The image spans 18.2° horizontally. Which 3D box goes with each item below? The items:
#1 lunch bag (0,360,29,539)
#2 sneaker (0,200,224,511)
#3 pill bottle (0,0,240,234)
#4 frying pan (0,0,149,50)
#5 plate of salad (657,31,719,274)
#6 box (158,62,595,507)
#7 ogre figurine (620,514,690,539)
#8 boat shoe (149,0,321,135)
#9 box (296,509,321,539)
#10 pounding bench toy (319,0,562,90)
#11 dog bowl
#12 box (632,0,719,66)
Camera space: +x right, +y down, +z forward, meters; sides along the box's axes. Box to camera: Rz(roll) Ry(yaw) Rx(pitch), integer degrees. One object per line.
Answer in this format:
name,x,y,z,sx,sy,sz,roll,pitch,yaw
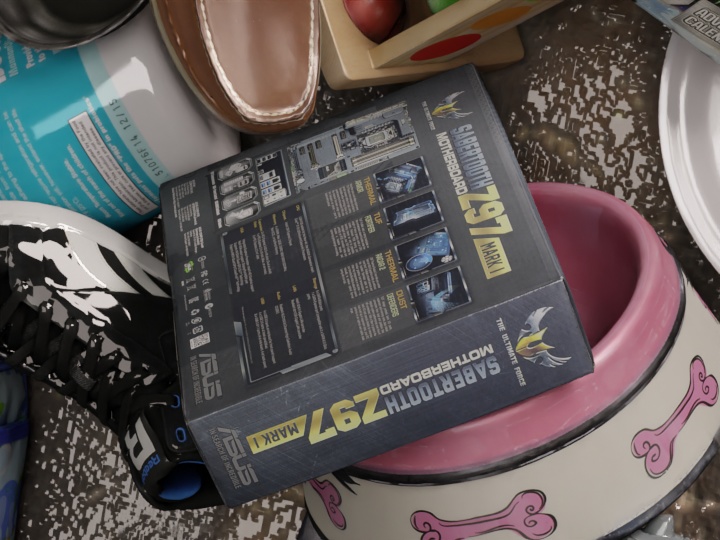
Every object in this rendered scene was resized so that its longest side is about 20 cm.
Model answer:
lunch bag,-0.219,0.111,1.024,0.082,0.200,0.162,8,91,13
sneaker,-0.113,0.043,1.002,0.199,0.112,0.073,18,128,-22
pill bottle,-0.164,-0.052,1.060,0.199,0.111,0.112,-27,83,10
frying pan,-0.146,-0.121,1.000,0.190,0.031,0.115,-51,57,7
plate of salad,0.227,-0.067,1.000,0.198,0.048,0.202,0,88,-8
box,0.000,0.000,0.939,0.157,0.200,0.051,-22,121,3
ogre figurine,0.114,0.184,0.930,0.119,0.098,0.201,-32,66,27
boat shoe,-0.054,-0.156,0.929,0.075,0.072,0.202,-12,89,-14
box,0.055,0.189,1.025,0.199,0.079,0.142,22,91,12
pounding bench toy,0.073,-0.168,1.010,0.155,0.199,0.125,-25,80,44
dog bowl,0.057,0.040,0.962,0.198,0.201,0.074,-15,124,12
box,0.139,-0.195,0.943,0.040,0.136,0.201,-25,45,44
